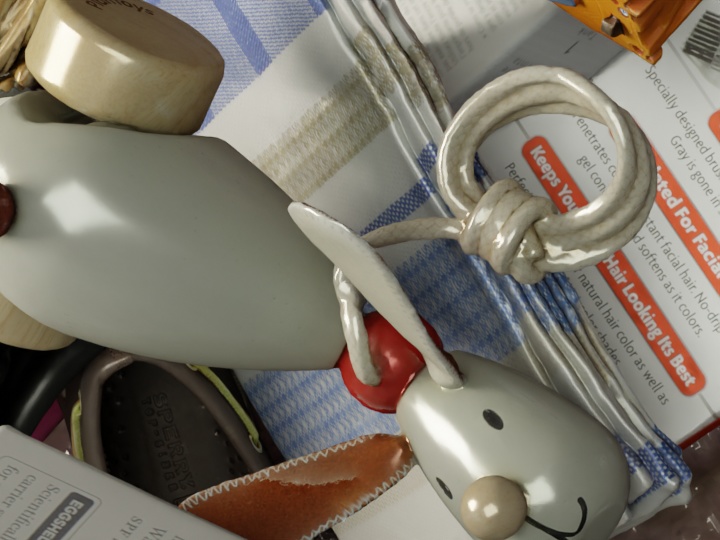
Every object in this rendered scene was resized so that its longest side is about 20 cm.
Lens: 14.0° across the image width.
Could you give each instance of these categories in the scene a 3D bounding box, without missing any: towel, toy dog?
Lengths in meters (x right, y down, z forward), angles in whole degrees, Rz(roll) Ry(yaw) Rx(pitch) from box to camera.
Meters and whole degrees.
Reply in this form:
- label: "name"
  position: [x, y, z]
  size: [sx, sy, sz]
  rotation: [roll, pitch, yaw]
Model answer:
- label: "towel"
  position: [0.000, 0.000, 0.806]
  size: [0.200, 0.024, 0.147]
  rotation: [58, 145, 5]
- label: "toy dog"
  position: [-0.033, 0.008, 0.719]
  size: [0.200, 0.096, 0.132]
  rotation: [13, 107, 22]

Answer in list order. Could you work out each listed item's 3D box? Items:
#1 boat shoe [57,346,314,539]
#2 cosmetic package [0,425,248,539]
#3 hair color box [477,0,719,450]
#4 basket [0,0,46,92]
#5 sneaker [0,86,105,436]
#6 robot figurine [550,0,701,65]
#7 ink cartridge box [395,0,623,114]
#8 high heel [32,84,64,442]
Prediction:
- label: "boat shoe"
  position: [-0.039, 0.104, 0.882]
  size: [0.072, 0.060, 0.200]
  rotation: [-18, 103, 3]
- label: "cosmetic package"
  position: [-0.041, 0.178, 0.702]
  size: [0.200, 0.123, 0.200]
  rotation: [25, 129, 16]
- label: "hair color box"
  position: [0.072, 0.004, 0.876]
  size: [0.200, 0.064, 0.111]
  rotation: [-35, 82, 12]
- label: "basket"
  position: [-0.146, -0.113, 0.902]
  size: [0.143, 0.149, 0.200]
  rotation: [40, 97, -9]
- label: "sneaker"
  position: [-0.142, 0.038, 0.836]
  size: [0.200, 0.070, 0.090]
  rotation: [-39, 50, 12]
- label: "robot figurine"
  position: [0.034, -0.148, 0.786]
  size: [0.200, 0.058, 0.145]
  rotation: [37, 77, 28]
- label: "ink cartridge box"
  position: [0.006, -0.105, 0.879]
  size: [0.200, 0.047, 0.160]
  rotation: [-41, 58, 26]
- label: "high heel"
  position: [-0.138, 0.034, 0.902]
  size: [0.067, 0.096, 0.200]
  rotation: [28, 106, 47]
